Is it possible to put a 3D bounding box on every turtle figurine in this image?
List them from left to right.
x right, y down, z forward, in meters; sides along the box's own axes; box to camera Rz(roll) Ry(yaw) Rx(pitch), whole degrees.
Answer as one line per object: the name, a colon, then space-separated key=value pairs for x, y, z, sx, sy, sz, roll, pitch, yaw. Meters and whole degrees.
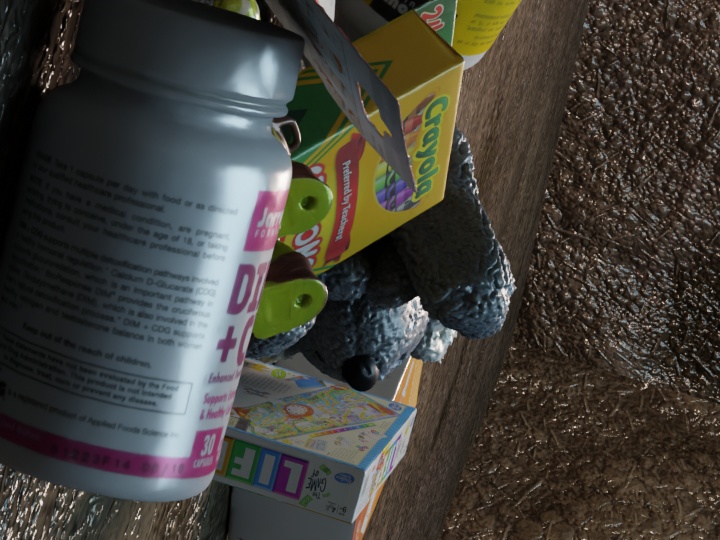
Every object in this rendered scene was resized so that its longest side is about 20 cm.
turtle figurine: x=-0.059 y=-0.038 z=1.204 sx=0.161 sy=0.064 sz=0.201 roll=57 pitch=-45 yaw=52

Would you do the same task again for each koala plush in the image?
koala plush: x=0.000 y=0.000 z=1.597 sx=0.200 sy=0.176 sz=0.185 roll=88 pitch=-4 yaw=-59

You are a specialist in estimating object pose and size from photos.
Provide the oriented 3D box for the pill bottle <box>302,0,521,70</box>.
pill bottle: x=0.048 y=-0.186 z=1.478 sx=0.200 sy=0.111 sz=0.111 roll=-56 pitch=-178 yaw=29

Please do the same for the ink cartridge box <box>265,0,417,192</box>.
ink cartridge box: x=-0.023 y=-0.139 z=1.071 sx=0.047 sy=0.200 sz=0.160 roll=-36 pitch=168 yaw=-4

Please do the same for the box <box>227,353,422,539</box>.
box: x=-0.021 y=0.113 z=1.920 sx=0.201 sy=0.097 sz=0.125 roll=-66 pitch=169 yaw=-45

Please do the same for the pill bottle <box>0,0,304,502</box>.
pill bottle: x=-0.093 y=-0.014 z=1.074 sx=0.113 sy=0.113 sz=0.201 roll=-34 pitch=140 yaw=-78

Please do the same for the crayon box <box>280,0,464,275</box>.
crayon box: x=-0.013 y=-0.062 z=1.409 sx=0.199 sy=0.051 sz=0.127 roll=-32 pitch=152 yaw=-24

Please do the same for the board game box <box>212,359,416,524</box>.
board game box: x=-0.046 y=0.101 z=1.576 sx=0.200 sy=0.134 sz=0.034 roll=-35 pitch=141 yaw=-77
